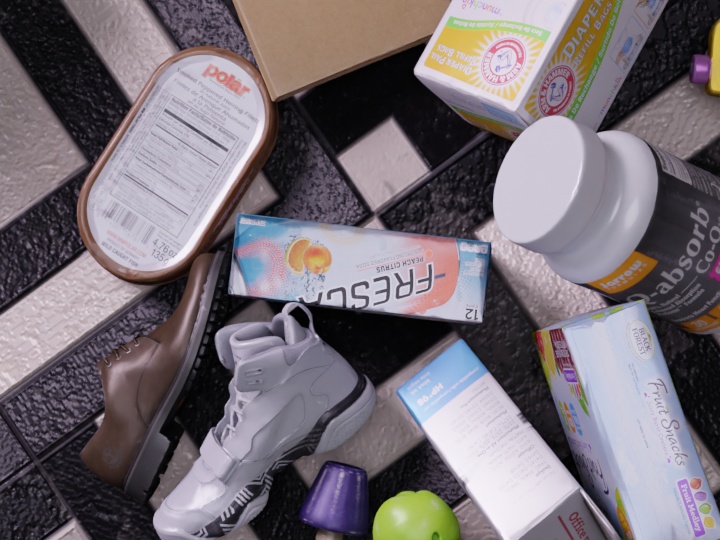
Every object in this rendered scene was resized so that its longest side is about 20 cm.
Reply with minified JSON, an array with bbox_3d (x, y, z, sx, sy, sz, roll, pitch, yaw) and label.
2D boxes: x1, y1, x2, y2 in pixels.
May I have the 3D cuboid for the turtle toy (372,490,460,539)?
[{"bbox_3d":[0.076,0.258,1.170,0.145,0.101,0.201,-37,88,29],"label":"turtle toy"}]

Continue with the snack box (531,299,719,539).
[{"bbox_3d":[0.189,0.113,1.129,0.067,0.200,0.171,-19,88,0],"label":"snack box"}]

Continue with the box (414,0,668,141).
[{"bbox_3d":[0.148,-0.198,1.172,0.112,0.101,0.202,29,88,41],"label":"box"}]

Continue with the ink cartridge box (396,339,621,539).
[{"bbox_3d":[0.116,0.159,1.123,0.066,0.116,0.200,-36,50,-2],"label":"ink cartridge box"}]

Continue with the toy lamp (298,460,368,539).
[{"bbox_3d":[-0.033,0.249,1.198,0.057,0.058,0.203,11,88,1],"label":"toy lamp"}]

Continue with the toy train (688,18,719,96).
[{"bbox_3d":[0.340,-0.161,1.215,0.149,0.056,0.201,31,91,1],"label":"toy train"}]

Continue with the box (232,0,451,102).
[{"bbox_3d":[-0.033,-0.255,1.225,0.162,0.021,0.202,-23,88,-11],"label":"box"}]

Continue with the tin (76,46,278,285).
[{"bbox_3d":[-0.143,-0.082,1.226,0.111,0.042,0.201,32,88,-2],"label":"tin"}]

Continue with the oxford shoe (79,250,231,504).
[{"bbox_3d":[-0.160,0.071,1.201,0.084,0.073,0.202,25,87,5],"label":"oxford shoe"}]

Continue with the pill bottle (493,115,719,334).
[{"bbox_3d":[0.200,-0.034,1.137,0.198,0.116,0.118,20,87,-32],"label":"pill bottle"}]

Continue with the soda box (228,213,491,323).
[{"bbox_3d":[0.000,0.000,1.201,0.197,0.068,0.065,6,87,0],"label":"soda box"}]

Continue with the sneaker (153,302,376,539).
[{"bbox_3d":[-0.092,0.113,1.176,0.199,0.075,0.115,-37,118,-6],"label":"sneaker"}]
